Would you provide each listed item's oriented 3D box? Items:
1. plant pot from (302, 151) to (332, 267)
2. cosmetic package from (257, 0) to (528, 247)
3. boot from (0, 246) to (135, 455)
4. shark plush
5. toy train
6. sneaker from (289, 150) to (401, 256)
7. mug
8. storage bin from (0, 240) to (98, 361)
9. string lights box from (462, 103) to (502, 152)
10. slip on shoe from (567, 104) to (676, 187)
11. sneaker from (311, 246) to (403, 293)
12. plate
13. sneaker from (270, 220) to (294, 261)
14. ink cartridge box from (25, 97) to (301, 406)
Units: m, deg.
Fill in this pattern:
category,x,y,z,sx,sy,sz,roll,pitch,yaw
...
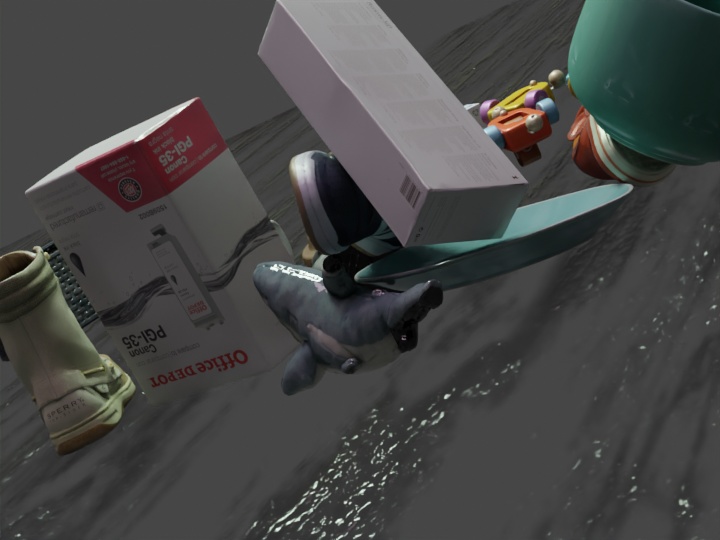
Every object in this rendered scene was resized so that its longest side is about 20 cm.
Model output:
category,x,y,z,sx,sy,sz,roll,pitch,yaw
plant pot,0.026,-0.076,1.565,0.200,0.093,0.201,-28,10,5
cosmetic package,0.017,-0.098,1.147,0.082,0.200,0.051,-7,-45,-34
boot,-0.249,0.054,1.441,0.072,0.155,0.200,-27,10,-1
shark plush,-0.013,0.028,1.147,0.091,0.084,0.200,-30,10,-15
toy train,0.187,-0.144,1.587,0.199,0.056,0.150,-27,15,-15
sneaker,0.028,-0.055,1.198,0.108,0.071,0.200,-17,-7,15
mug,0.224,-0.146,1.222,0.185,0.151,0.115,-32,-35,-60
storage bin,-0.346,0.015,2.103,0.135,0.094,0.200,-17,13,47
string lights box,0.056,-0.117,1.784,0.102,0.059,0.200,-28,10,-13
slip on shoe,0.188,-0.092,1.314,0.061,0.074,0.200,-58,8,16
sneaker,-0.001,-0.003,1.366,0.104,0.060,0.199,-18,9,40
plate,0.093,-0.017,1.208,0.199,0.026,0.200,-18,6,2
sneaker,-0.131,0.010,1.629,0.099,0.071,0.200,-27,4,16
ink cartridge box,-0.139,-0.010,1.350,0.146,0.201,0.083,-19,16,41
